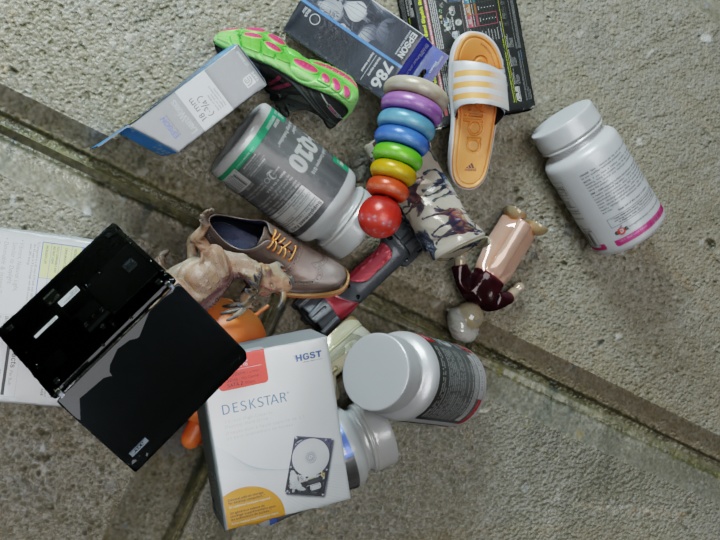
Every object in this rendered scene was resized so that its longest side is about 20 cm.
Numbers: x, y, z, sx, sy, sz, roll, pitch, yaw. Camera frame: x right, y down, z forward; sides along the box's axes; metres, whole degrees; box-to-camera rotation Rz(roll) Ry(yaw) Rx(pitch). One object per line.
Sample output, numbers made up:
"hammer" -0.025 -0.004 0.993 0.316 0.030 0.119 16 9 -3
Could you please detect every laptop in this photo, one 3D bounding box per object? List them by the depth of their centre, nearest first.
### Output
"laptop" -0.262 0.080 1.063 0.177 0.200 0.103 -46 147 -12

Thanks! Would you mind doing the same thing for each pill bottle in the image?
"pill bottle" -0.079 -0.110 1.228 0.200 0.113 0.113 37 82 -17
"pill bottle" 0.071 0.139 1.243 0.200 0.114 0.114 20 86 -55
"pill bottle" -0.059 0.244 1.255 0.200 0.114 0.114 -21 99 -16
"pill bottle" 0.333 -0.132 1.358 0.113 0.113 0.200 -38 104 -12

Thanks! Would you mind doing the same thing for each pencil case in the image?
"pencil case" 0.088 -0.101 1.265 0.089 0.078 0.200 -28 77 -11

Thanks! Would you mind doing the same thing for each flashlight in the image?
"flashlight" 0.000 0.000 1.288 0.068 0.068 0.200 38 74 28

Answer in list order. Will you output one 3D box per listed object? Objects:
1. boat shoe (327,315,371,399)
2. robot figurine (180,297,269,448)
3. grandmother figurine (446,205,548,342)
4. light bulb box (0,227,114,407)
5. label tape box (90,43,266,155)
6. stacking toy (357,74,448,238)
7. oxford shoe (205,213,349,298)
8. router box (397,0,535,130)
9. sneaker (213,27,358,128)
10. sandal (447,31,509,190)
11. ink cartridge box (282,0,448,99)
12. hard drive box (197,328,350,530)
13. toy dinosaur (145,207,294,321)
"boat shoe" -0.054 0.145 1.238 0.065 0.072 0.200 42 66 10
"robot figurine" -0.188 0.120 1.206 0.117 0.144 0.200 27 84 -49
"grandmother figurine" 0.179 0.008 1.348 0.121 0.061 0.200 30 81 -8
"light bulb box" -0.391 0.052 1.132 0.200 0.125 0.198 8 90 -19
"label tape box" -0.222 -0.183 1.162 0.200 0.144 0.063 -40 106 -11
"stacking toy" 0.043 -0.137 1.196 0.085 0.085 0.200 21 78 -18
"oxford shoe" -0.107 -0.018 1.219 0.200 0.073 0.071 17 65 -4
"router box" 0.143 -0.300 1.314 0.150 0.062 0.200 -13 97 -16
"sneaker" -0.103 -0.243 1.228 0.200 0.077 0.084 29 123 -1
"sandal" 0.159 -0.207 1.260 0.079 0.059 0.207 -2 100 -17
"ink cartridge box" 0.008 -0.295 1.249 0.200 0.039 0.099 33 98 -3
"hard drive box" -0.108 0.183 1.136 0.156 0.077 0.200 -11 97 -17
"toy dinosaur" -0.190 0.020 1.145 0.200 0.086 0.136 -31 83 -2
